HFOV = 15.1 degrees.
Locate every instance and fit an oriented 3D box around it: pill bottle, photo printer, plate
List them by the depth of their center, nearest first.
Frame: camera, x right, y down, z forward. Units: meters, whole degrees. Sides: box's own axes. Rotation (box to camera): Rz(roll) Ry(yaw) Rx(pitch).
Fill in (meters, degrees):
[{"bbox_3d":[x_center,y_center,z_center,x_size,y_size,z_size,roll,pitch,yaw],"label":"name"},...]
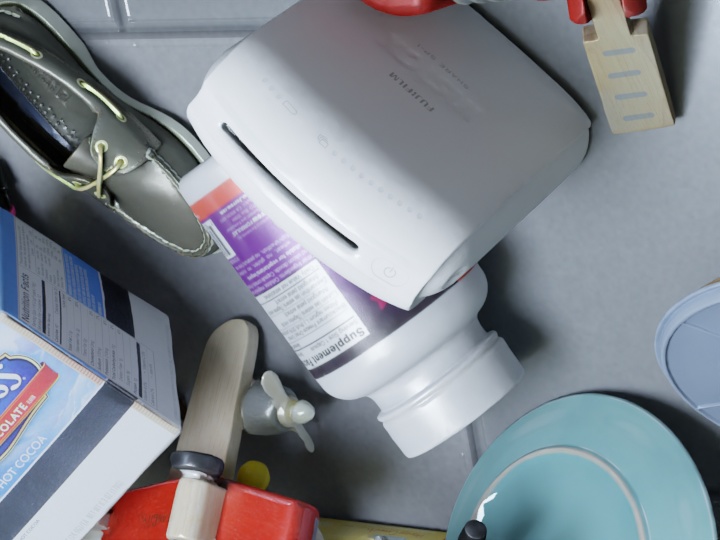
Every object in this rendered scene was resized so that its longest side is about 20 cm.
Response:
[{"bbox_3d":[0.013,-0.073,1.401,0.166,0.200,0.069,42,127,6],"label":"photo printer"},{"bbox_3d":[0.000,0.000,1.500,0.111,0.111,0.200,-33,95,37],"label":"pill bottle"},{"bbox_3d":[0.112,0.166,1.503,0.200,0.026,0.201,-12,72,42],"label":"plate"}]

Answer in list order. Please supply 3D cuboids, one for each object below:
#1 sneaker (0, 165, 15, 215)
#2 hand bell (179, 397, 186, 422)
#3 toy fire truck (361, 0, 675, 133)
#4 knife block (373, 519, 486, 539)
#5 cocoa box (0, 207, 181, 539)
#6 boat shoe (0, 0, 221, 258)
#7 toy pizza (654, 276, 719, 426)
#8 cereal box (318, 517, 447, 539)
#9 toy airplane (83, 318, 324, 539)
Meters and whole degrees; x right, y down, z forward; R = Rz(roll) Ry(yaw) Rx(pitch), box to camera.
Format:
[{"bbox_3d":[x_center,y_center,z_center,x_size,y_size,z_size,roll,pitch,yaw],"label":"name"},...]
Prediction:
[{"bbox_3d":[-0.231,-0.017,1.648,0.200,0.074,0.088,34,132,17],"label":"sneaker"},{"bbox_3d":[-0.197,0.112,1.704,0.200,0.104,0.104,-19,104,22],"label":"hand bell"},{"bbox_3d":[0.082,-0.157,1.384,0.176,0.129,0.200,-4,102,32],"label":"toy fire truck"},{"bbox_3d":[0.042,0.215,1.517,0.175,0.200,0.064,-33,53,20],"label":"knife block"},{"bbox_3d":[-0.217,0.092,1.562,0.131,0.133,0.200,35,108,-24],"label":"cocoa box"},{"bbox_3d":[-0.157,-0.076,1.584,0.202,0.060,0.072,44,127,4],"label":"boat shoe"},{"bbox_3d":[0.250,0.045,1.382,0.200,0.032,0.200,12,152,6],"label":"toy pizza"},{"bbox_3d":[0.033,0.250,1.652,0.144,0.040,0.200,4,115,29],"label":"cereal box"},{"bbox_3d":[-0.090,0.158,1.593,0.141,0.199,0.200,17,120,-28],"label":"toy airplane"}]
